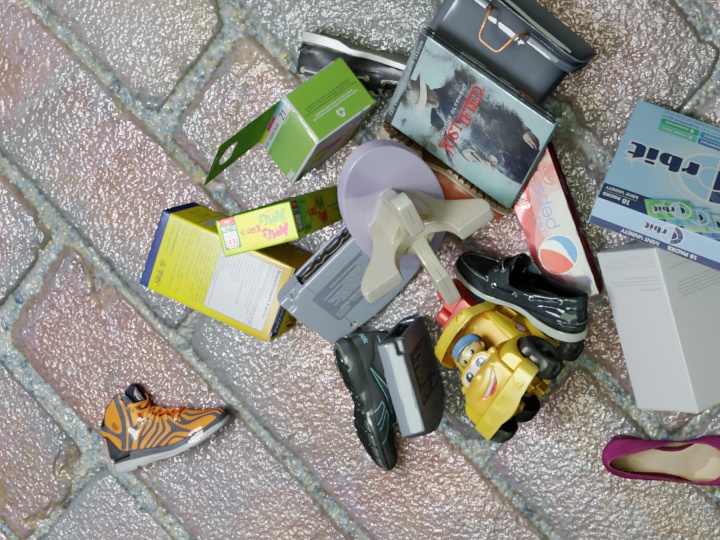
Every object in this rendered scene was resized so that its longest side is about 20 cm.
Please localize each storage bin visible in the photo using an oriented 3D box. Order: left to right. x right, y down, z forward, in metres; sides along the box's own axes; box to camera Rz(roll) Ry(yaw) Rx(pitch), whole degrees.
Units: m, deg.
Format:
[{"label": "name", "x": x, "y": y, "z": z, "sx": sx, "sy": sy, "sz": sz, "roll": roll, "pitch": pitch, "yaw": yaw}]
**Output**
[{"label": "storage bin", "x": 0.166, "y": -0.267, "z": 1.553, "sx": 0.199, "sy": 0.145, "sz": 0.135, "roll": 39, "pitch": 116, "yaw": 7}]

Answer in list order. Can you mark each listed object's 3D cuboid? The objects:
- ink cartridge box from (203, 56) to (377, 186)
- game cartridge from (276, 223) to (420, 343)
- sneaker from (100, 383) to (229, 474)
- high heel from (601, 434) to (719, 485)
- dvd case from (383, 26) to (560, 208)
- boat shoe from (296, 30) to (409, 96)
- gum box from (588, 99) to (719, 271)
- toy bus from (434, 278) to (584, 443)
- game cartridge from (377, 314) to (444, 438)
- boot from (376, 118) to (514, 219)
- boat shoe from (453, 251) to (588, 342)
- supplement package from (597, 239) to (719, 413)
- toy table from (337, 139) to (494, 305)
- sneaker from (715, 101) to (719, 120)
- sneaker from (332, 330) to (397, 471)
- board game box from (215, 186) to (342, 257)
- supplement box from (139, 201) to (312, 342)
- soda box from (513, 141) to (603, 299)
[{"label": "ink cartridge box", "x": -0.092, "y": -0.159, "z": 1.584, "sx": 0.200, "sy": 0.148, "sz": 0.076, "roll": -40, "pitch": 88, "yaw": -22}, {"label": "game cartridge", "x": 0.000, "y": 0.000, "z": 1.640, "sx": 0.200, "sy": 0.133, "sz": 0.041, "roll": -44, "pitch": 42, "yaw": 7}, {"label": "sneaker", "x": -0.286, "y": 0.205, "z": 1.778, "sx": 0.198, "sy": 0.078, "sz": 0.113, "roll": -22, "pitch": 93, "yaw": 18}, {"label": "high heel", "x": 0.402, "y": 0.246, "z": 1.583, "sx": 0.197, "sy": 0.096, "sz": 0.068, "roll": 2, "pitch": 99, "yaw": 15}, {"label": "dvd case", "x": 0.131, "y": -0.184, "z": 1.539, "sx": 0.199, "sy": 0.022, "sz": 0.147, "roll": 38, "pitch": 136, "yaw": 12}, {"label": "boat shoe", "x": 0.009, "y": -0.255, "z": 1.626, "sx": 0.198, "sy": 0.074, "sz": 0.061, "roll": 18, "pitch": 105, "yaw": 13}, {"label": "gum box", "x": 0.377, "y": -0.103, "z": 1.487, "sx": 0.168, "sy": 0.201, "sz": 0.045, "roll": 22, "pitch": 139, "yaw": 11}, {"label": "toy bus", "x": 0.161, "y": 0.094, "z": 1.576, "sx": 0.192, "sy": 0.200, "sz": 0.136, "roll": 40, "pitch": 116, "yaw": 12}, {"label": "game cartridge", "x": 0.068, "y": 0.137, "z": 1.604, "sx": 0.041, "sy": 0.200, "sz": 0.135, "roll": -11, "pitch": 95, "yaw": 12}, {"label": "boot", "x": 0.100, "y": -0.106, "z": 1.634, "sx": 0.199, "sy": 0.075, "sz": 0.108, "roll": 29, "pitch": 124, "yaw": 4}, {"label": "boat shoe", "x": 0.199, "y": 0.013, "z": 1.553, "sx": 0.199, "sy": 0.074, "sz": 0.067, "roll": 36, "pitch": 130, "yaw": 37}, {"label": "supplement package", "x": 0.387, "y": 0.056, "z": 1.523, "sx": 0.120, "sy": 0.119, "sz": 0.202, "roll": -18, "pitch": 95, "yaw": -25}, {"label": "toy table", "x": 0.058, "y": -0.051, "z": 1.529, "sx": 0.184, "sy": 0.200, "sz": 0.117, "roll": -42, "pitch": 43, "yaw": 6}, {"label": "sneaker", "x": 0.524, "y": -0.208, "z": 1.496, "sx": 0.198, "sy": 0.075, "sz": 0.089, "roll": -26, "pitch": 103, "yaw": 16}, {"label": "sneaker", "x": 0.027, "y": 0.174, "z": 1.687, "sx": 0.079, "sy": 0.075, "sz": 0.202, "roll": -22, "pitch": 112, "yaw": -18}, {"label": "board game box", "x": -0.099, "y": -0.065, "z": 1.618, "sx": 0.100, "sy": 0.200, "sz": 0.048, "roll": -14, "pitch": 95, "yaw": 17}, {"label": "supplement box", "x": -0.176, "y": 0.000, "z": 1.698, "sx": 0.198, "sy": 0.109, "sz": 0.110, "roll": 24, "pitch": 104, "yaw": 11}, {"label": "soda box", "x": 0.242, "y": -0.056, "z": 1.598, "sx": 0.069, "sy": 0.063, "sz": 0.202, "roll": -20, "pitch": 94, "yaw": 17}]
